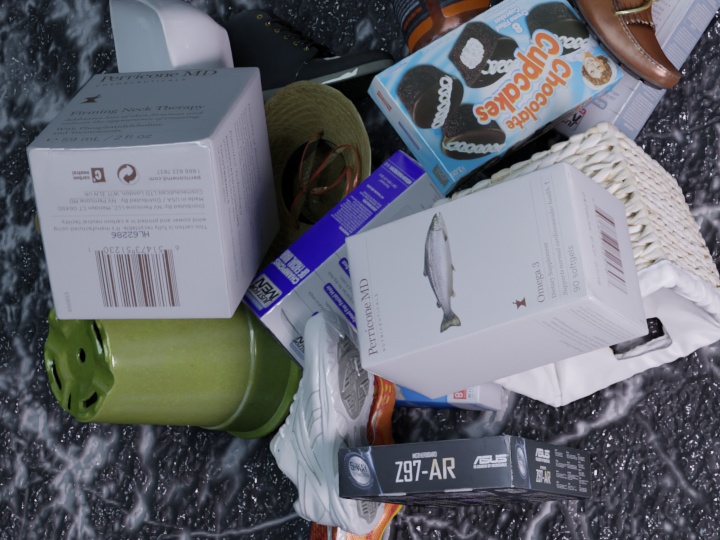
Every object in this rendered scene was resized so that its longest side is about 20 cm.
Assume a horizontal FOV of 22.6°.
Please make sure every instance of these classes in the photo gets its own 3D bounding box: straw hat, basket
[{"bbox_3d":[-0.030,-0.082,1.747,0.201,0.085,0.202,-11,75,46],"label":"straw hat"},{"bbox_3d":[0.194,0.001,1.560,0.198,0.200,0.161,-26,64,22],"label":"basket"}]

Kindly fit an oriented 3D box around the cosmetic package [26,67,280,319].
[{"bbox_3d":[-0.179,-0.071,1.614,0.167,0.200,0.167,-2,114,11],"label":"cosmetic package"}]

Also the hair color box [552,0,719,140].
[{"bbox_3d":[0.240,-0.207,1.652,0.099,0.061,0.200,36,96,29],"label":"hair color box"}]

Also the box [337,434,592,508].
[{"bbox_3d":[0.094,0.178,1.569,0.160,0.200,0.044,-8,77,26],"label":"box"}]

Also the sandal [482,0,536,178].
[{"bbox_3d":[0.132,-0.182,1.626,0.075,0.048,0.201,9,82,-4],"label":"sandal"}]

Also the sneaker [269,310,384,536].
[{"bbox_3d":[-0.041,0.136,1.595,0.099,0.078,0.201,-2,95,30],"label":"sneaker"}]

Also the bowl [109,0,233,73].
[{"bbox_3d":[-0.177,-0.179,1.790,0.200,0.074,0.201,-149,48,-63],"label":"bowl"}]

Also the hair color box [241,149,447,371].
[{"bbox_3d":[0.000,0.000,1.635,0.200,0.109,0.065,-42,36,-5],"label":"hair color box"}]

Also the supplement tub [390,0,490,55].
[{"bbox_3d":[0.083,-0.257,1.716,0.107,0.107,0.200,-26,69,20],"label":"supplement tub"}]

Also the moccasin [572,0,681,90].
[{"bbox_3d":[0.230,-0.248,1.593,0.078,0.074,0.202,-35,62,23],"label":"moccasin"}]

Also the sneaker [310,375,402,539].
[{"bbox_3d":[0.005,0.186,1.671,0.073,0.077,0.200,38,121,56],"label":"sneaker"}]

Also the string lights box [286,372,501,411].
[{"bbox_3d":[0.035,0.076,1.700,0.200,0.059,0.103,-1,78,27],"label":"string lights box"}]

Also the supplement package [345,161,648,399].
[{"bbox_3d":[0.106,0.012,1.420,0.200,0.117,0.117,-19,66,26],"label":"supplement package"}]

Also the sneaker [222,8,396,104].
[{"bbox_3d":[-0.059,-0.219,1.798,0.200,0.075,0.107,-10,79,27],"label":"sneaker"}]

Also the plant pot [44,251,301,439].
[{"bbox_3d":[-0.189,0.073,1.703,0.200,0.190,0.201,10,102,51],"label":"plant pot"}]

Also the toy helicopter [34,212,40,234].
[{"bbox_3d":[-0.271,-0.017,1.870,0.132,0.079,0.200,-52,57,10],"label":"toy helicopter"}]

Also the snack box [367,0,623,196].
[{"bbox_3d":[0.119,-0.163,1.572,0.200,0.037,0.116,-33,81,-23],"label":"snack box"}]
